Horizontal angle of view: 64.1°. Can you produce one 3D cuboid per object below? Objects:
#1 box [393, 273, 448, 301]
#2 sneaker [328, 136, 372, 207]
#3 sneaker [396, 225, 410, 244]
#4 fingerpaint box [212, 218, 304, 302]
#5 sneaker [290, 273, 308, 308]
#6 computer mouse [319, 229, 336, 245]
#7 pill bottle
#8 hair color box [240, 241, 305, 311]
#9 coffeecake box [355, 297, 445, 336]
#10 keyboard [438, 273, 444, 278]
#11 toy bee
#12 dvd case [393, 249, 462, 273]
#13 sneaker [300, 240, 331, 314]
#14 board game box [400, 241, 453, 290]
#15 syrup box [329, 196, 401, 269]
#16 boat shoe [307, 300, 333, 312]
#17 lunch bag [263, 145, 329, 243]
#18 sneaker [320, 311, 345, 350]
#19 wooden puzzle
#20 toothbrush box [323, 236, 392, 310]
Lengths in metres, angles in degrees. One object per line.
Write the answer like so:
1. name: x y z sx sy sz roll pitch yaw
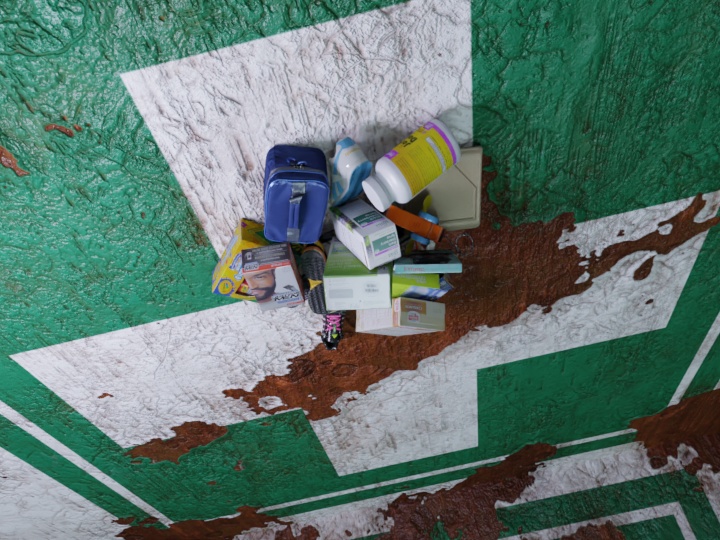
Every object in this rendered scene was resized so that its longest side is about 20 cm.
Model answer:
1. box: 0.109 0.041 1.464 0.195 0.049 0.122 8 156 -19
2. sneaker: -0.031 -0.205 1.226 0.076 0.082 0.200 -28 168 -24
3. sneaker: 0.074 -0.104 1.378 0.198 0.072 0.083 -33 126 10
4. fingerpaint box: -0.250 -0.012 1.398 0.164 0.074 0.201 16 133 -29
5. sneaker: -0.121 0.027 1.466 0.197 0.083 0.073 -23 102 26
6. computer mouse: -0.036 -0.041 1.439 0.108 0.045 0.200 -26 135 22
7. pill bottle: 0.101 -0.209 1.171 0.199 0.104 0.105 -38 140 -8
8. hair color box: -0.195 0.019 1.312 0.108 0.065 0.201 -10 151 0
9. coffeecake box: 0.103 0.125 1.518 0.151 0.075 0.198 10 166 -33
10. keyboard: 0.124 -0.013 1.453 0.196 0.041 0.104 10 158 -25
11. toy bee: 0.144 -0.085 1.278 0.131 0.200 0.109 -45 177 8
12. dvd case: 0.143 -0.022 1.274 0.142 0.200 0.023 -1 99 4
13. sneaker: -0.095 0.010 1.365 0.068 0.091 0.203 -4 129 6
14. board game box: 0.139 0.018 1.543 0.150 0.047 0.200 -28 137 20
15. syrup box: 0.008 -0.085 1.252 0.077 0.200 0.083 -22 120 -14
16. boat shoe: -0.043 0.065 1.524 0.195 0.076 0.066 -15 174 -9
17. lunch bag: -0.135 -0.157 1.210 0.132 0.134 0.202 0 140 -12
18. sneaker: -0.075 0.153 1.620 0.072 0.089 0.202 0 139 -12
19. wooden puzzle: 0.184 -0.180 1.302 0.180 0.037 0.204 -6 121 -5
20. toothbrush box: 0.000 0.000 1.281 0.142 0.201 0.088 -2 116 5
